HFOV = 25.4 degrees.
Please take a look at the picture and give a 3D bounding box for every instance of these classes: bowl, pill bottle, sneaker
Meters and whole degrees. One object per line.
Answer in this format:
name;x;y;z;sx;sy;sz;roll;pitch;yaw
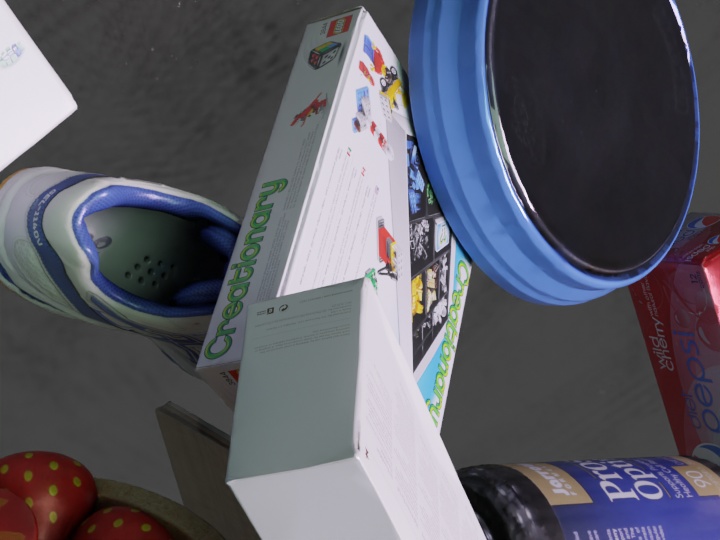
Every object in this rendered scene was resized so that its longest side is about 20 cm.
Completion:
bowl;0.102;-0.085;0.773;0.200;0.039;0.202;8;79;-47
pill bottle;0.093;0.148;0.772;0.199;0.112;0.113;2;92;-33
sneaker;-0.059;0.010;0.682;0.199;0.088;0.076;16;83;-33

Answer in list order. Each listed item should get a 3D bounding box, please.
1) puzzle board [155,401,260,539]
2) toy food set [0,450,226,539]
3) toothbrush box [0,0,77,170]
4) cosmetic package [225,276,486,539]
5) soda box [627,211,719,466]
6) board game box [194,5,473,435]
puzzle board;-0.030;0.160;0.672;0.017;0.151;0.201;-21;104;-22
toy food set;-0.130;0.139;0.587;0.197;0.200;0.049;-23;132;-29
toothbrush box;-0.228;-0.057;0.572;0.200;0.085;0.147;-44;113;-22
cosmetic package;0.010;0.103;0.585;0.083;0.050;0.200;-89;161;-47
soda box;0.210;0.071;0.866;0.063;0.070;0.201;-28;108;-26
board game box;0.000;0.000;0.683;0.126;0.034;0.201;54;36;-37
